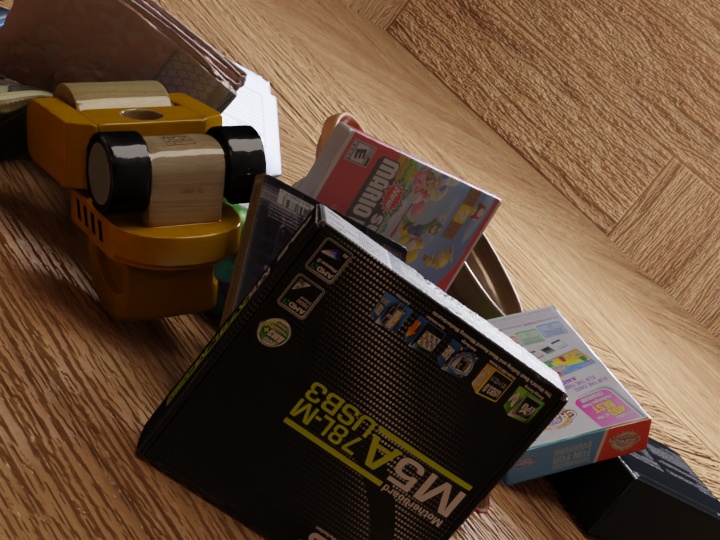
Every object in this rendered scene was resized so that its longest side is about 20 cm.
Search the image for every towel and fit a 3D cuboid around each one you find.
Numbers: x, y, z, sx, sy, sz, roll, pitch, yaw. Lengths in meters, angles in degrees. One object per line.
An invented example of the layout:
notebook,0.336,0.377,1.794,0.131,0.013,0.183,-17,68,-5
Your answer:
towel,-0.217,-0.157,1.171,0.191,0.200,0.032,37,45,-10

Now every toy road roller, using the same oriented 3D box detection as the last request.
toy road roller,-0.163,-0.051,1.040,0.123,0.146,0.200,-6,25,-30

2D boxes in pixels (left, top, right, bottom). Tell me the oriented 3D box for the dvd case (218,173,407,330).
dvd case,-0.039,0.051,0.993,0.016,0.200,0.149,-7,-25,45

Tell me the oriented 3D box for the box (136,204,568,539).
box,-0.005,0.090,0.884,0.200,0.193,0.048,36,12,-13

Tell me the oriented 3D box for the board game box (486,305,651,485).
board game box,0.169,0.118,1.383,0.153,0.040,0.200,-11,36,-18

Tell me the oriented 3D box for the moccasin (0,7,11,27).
moccasin,-0.350,-0.212,1.218,0.068,0.080,0.200,35,13,3

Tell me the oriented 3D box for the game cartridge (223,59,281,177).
game cartridge,-0.153,-0.166,1.511,0.200,0.040,0.133,21,58,-58

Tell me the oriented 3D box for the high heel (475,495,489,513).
high heel,0.065,0.111,1.101,0.067,0.200,0.096,-31,51,-28

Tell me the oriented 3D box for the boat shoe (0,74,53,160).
boat shoe,-0.300,-0.129,1.091,0.066,0.072,0.201,45,19,7

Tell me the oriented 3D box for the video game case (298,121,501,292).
video game case,0.015,-0.023,1.094,0.200,0.143,0.017,19,15,-49

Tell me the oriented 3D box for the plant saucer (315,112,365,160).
plant saucer,-0.008,-0.074,1.544,0.200,0.032,0.200,-11,90,-73

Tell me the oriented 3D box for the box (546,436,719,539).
box,0.280,0.224,1.427,0.200,0.079,0.141,29,14,-36

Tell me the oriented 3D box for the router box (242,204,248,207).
router box,-0.100,-0.030,1.331,0.200,0.049,0.179,41,14,10

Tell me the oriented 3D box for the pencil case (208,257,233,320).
pencil case,-0.139,-0.034,1.156,0.200,0.092,0.085,37,17,-3

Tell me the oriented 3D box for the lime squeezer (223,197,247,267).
lime squeezer,-0.080,-0.018,1.093,0.200,0.038,0.071,57,19,-10

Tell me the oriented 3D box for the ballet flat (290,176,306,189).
ballet flat,-0.054,-0.077,1.561,0.074,0.074,0.200,40,13,7

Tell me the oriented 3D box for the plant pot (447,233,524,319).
plant pot,0.097,0.003,1.581,0.201,0.093,0.201,53,15,-22
